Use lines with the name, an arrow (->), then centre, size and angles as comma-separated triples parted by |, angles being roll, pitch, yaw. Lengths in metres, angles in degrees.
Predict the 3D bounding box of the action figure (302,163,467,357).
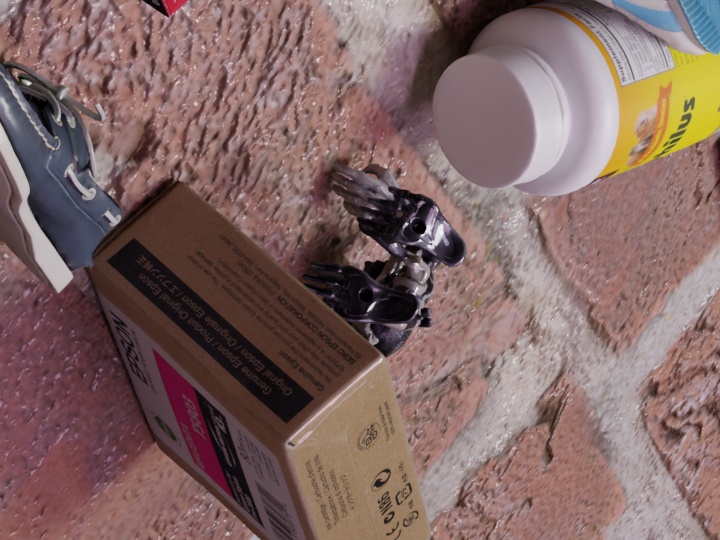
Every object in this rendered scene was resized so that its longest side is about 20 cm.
action figure -> 0.000, 0.000, 1.628 | 0.119, 0.102, 0.200 | -57, 179, -10

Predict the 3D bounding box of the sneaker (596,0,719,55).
sneaker -> 0.141, -0.181, 1.610 | 0.200, 0.081, 0.077 | 36, 61, -44

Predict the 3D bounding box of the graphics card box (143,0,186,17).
graphics card box -> -0.083, -0.218, 1.304 | 0.125, 0.051, 0.200 | -45, 150, -15

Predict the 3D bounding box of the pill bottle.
pill bottle -> 0.134, -0.108, 1.691 | 0.200, 0.109, 0.109 | -21, 138, -45

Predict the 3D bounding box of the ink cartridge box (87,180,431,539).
ink cartridge box -> -0.052, 0.071, 1.553 | 0.075, 0.165, 0.200 | -42, 149, -17

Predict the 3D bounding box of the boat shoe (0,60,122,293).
boat shoe -> -0.153, -0.056, 1.354 | 0.062, 0.075, 0.200 | -45, 152, -12
